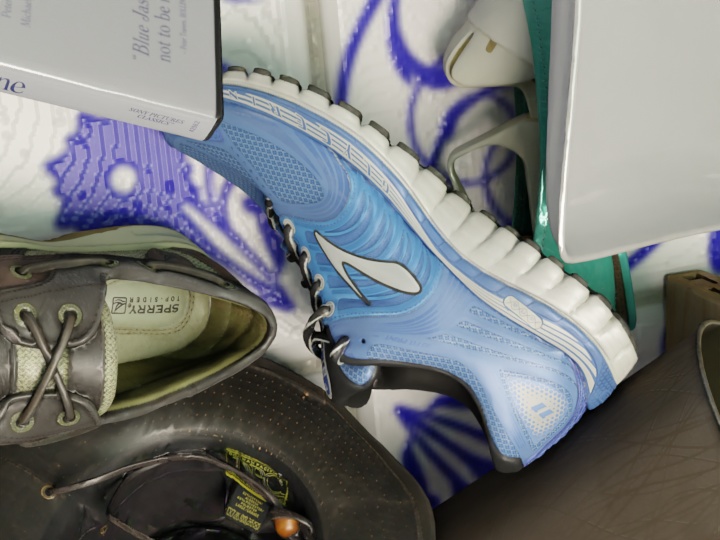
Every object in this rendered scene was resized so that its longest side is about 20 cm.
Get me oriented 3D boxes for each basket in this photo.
[{"bbox_3d":[0.089,0.129,0.782,0.200,0.136,0.180,-31,144,19],"label":"basket"}]

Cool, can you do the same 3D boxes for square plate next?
[{"bbox_3d":[0.123,-0.111,0.777,0.200,0.028,0.199,-10,105,-53],"label":"square plate"}]

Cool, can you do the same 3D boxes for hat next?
[{"bbox_3d":[-0.072,0.126,0.757,0.200,0.201,0.081,-10,142,-19],"label":"hat"}]

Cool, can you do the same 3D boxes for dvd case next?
[{"bbox_3d":[-0.141,-0.125,0.675,0.199,0.018,0.143,12,54,-24],"label":"dvd case"}]

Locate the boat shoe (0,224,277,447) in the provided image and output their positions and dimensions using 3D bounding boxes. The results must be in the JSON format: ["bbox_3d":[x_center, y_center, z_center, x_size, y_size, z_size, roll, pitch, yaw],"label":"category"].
[{"bbox_3d":[-0.108,0.024,0.705,0.201,0.066,0.072,-13,113,-51],"label":"boat shoe"}]

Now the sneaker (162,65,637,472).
[{"bbox_3d":[0.000,0.000,0.739,0.200,0.079,0.089,37,86,14],"label":"sneaker"}]

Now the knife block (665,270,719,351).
[{"bbox_3d":[0.166,0.124,0.882,0.200,0.064,0.176,42,85,-25],"label":"knife block"}]

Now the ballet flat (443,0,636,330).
[{"bbox_3d":[0.068,-0.062,0.800,0.070,0.067,0.201,-7,104,-5],"label":"ballet flat"}]
